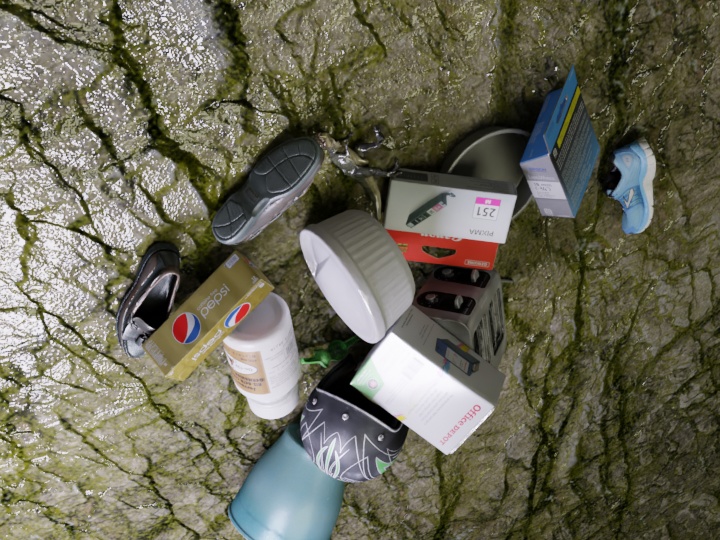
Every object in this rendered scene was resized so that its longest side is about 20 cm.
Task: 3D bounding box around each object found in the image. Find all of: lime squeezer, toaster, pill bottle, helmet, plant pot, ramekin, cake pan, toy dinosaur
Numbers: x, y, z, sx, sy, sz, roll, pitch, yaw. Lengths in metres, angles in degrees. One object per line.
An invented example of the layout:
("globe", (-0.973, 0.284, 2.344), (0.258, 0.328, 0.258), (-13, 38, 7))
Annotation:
("lime squeezer", (-0.045, 0.140, 1.502), (0.199, 0.038, 0.070), (-21, 179, -45))
("toaster", (0.164, 0.108, 1.487), (0.181, 0.117, 0.203), (-49, 136, -50))
("pill bottle", (-0.155, 0.141, 1.411), (0.113, 0.115, 0.202), (-20, 134, -13))
("helmet", (-0.010, 0.259, 1.482), (0.191, 0.197, 0.202), (-51, 153, -44))
("plant pot", (-0.115, 0.393, 1.606), (0.198, 0.200, 0.190), (19, 100, -40))
("ramekin", (0.000, 0.000, 1.333), (0.094, 0.202, 0.204), (-34, 137, -16))
("cake pan", (0.207, -0.149, 1.433), (0.197, 0.037, 0.202), (-16, 133, -18))
("toy dinosaur", (0.008, -0.157, 1.297), (0.087, 0.048, 0.200), (-26, 133, 18))

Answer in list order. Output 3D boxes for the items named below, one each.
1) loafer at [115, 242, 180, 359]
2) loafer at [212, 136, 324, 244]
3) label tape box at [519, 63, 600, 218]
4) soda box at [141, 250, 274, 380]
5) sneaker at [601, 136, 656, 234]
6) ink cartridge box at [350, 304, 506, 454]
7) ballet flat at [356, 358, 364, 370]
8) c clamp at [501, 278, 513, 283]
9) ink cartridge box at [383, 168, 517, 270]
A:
("loafer", (-0.309, 0.057, 1.285), (0.071, 0.063, 0.202), (6, 123, -32))
("loafer", (-0.125, -0.112, 1.250), (0.199, 0.072, 0.063), (-40, 158, 15))
("label tape box", (0.308, -0.201, 1.380), (0.201, 0.063, 0.146), (53, 54, -46))
("soda box", (-0.224, 0.068, 1.296), (0.200, 0.064, 0.068), (-45, 162, 0))
("sneaker", (0.476, -0.149, 1.583), (0.088, 0.079, 0.202), (-11, 131, 4))
("ink cartridge box", (0.107, 0.174, 1.389), (0.146, 0.199, 0.088), (-54, 179, 38))
("ballet flat", (0.066, 0.216, 1.641), (0.198, 0.063, 0.068), (16, 118, -39))
("c clamp", (0.176, 0.084, 1.619), (0.169, 0.027, 0.201), (14, 118, -38))
("ink cartridge box", (0.133, -0.069, 1.397), (0.196, 0.044, 0.176), (7, 127, -1))
